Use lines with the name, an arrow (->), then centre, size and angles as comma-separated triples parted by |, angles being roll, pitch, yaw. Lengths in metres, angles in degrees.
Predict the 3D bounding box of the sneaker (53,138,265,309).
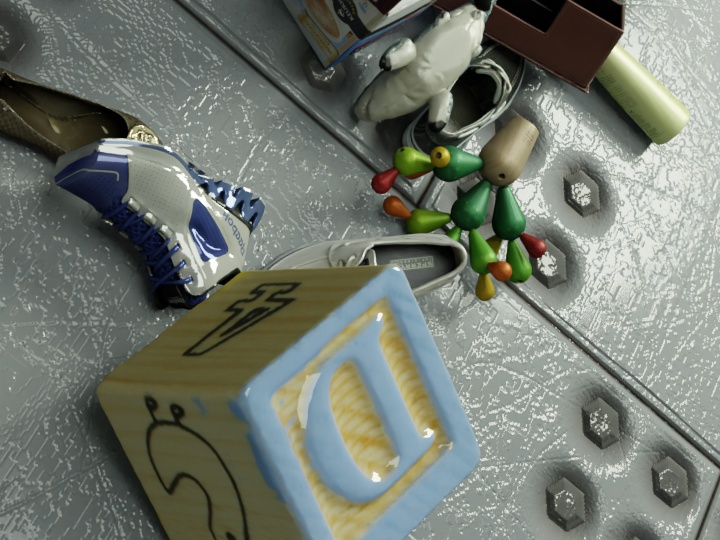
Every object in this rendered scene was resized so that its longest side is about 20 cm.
sneaker -> -0.165, -0.031, 1.443 | 0.198, 0.080, 0.117 | 22, 63, -39

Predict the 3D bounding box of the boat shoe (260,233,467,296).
boat shoe -> 0.000, 0.000, 1.525 | 0.198, 0.065, 0.075 | -16, 90, -14

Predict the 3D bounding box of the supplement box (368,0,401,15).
supplement box -> 0.045, -0.347, 1.533 | 0.110, 0.085, 0.201 | 40, 59, -12

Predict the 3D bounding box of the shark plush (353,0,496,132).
shark plush -> 0.069, -0.223, 1.634 | 0.090, 0.083, 0.201 | 36, 77, -20

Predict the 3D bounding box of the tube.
tube -> 0.270, -0.219, 1.807 | 0.200, 0.058, 0.052 | 42, 48, -14

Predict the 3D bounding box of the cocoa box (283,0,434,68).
cocoa box -> -0.014, -0.324, 1.623 | 0.133, 0.131, 0.201 | -33, 92, -34

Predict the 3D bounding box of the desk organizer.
desk organizer -> 0.166, -0.271, 1.715 | 0.198, 0.077, 0.072 | 28, 33, -8

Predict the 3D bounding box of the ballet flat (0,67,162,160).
ballet flat -> -0.255, -0.129, 1.454 | 0.198, 0.046, 0.068 | 22, 63, -24

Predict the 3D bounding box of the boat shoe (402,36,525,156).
boat shoe -> 0.119, -0.176, 1.690 | 0.072, 0.071, 0.201 | 45, 54, -10

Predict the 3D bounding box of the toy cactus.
toy cactus -> 0.116, -0.075, 1.621 | 0.199, 0.102, 0.166 | 38, 80, -18

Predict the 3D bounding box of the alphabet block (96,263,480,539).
alphabet block -> -0.057, 0.123, 1.367 | 0.196, 0.199, 0.197 | -37, 111, -36
